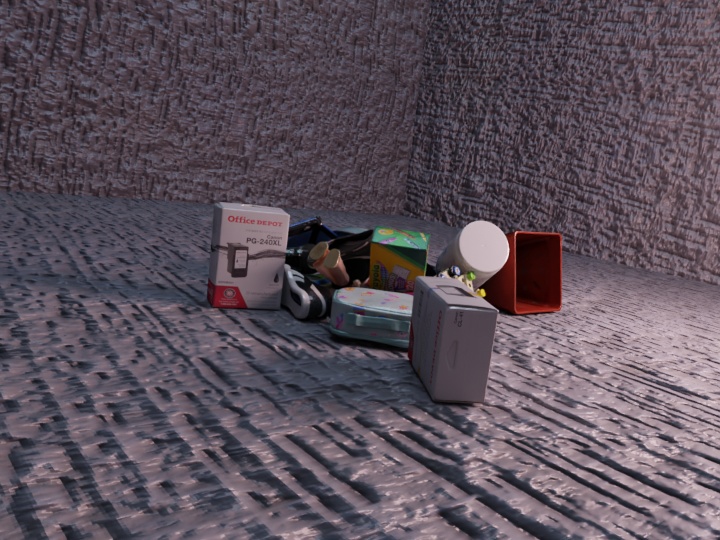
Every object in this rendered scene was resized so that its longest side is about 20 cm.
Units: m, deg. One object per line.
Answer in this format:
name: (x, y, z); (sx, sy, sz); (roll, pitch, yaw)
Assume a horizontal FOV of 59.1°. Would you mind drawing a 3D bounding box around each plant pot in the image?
plant pot: (0.401, 0.004, 1.678); (0.198, 0.204, 0.175); (0, 1, -38)

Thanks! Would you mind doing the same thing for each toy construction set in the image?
toy construction set: (0.210, 0.061, 1.422); (0.091, 0.133, 0.200); (-22, 2, 25)

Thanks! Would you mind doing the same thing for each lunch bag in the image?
lunch bag: (0.034, 0.089, 1.198); (0.196, 0.079, 0.161); (8, 11, 0)

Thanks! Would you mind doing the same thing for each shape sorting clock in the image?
shape sorting clock: (-0.139, 0.032, 1.497); (0.196, 0.040, 0.200); (6, 6, -1)

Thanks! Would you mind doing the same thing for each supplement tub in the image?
supplement tub: (0.269, -0.026, 1.561); (0.130, 0.134, 0.200); (6, -20, -9)

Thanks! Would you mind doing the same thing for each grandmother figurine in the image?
grandmother figurine: (-0.048, 0.017, 1.355); (0.121, 0.061, 0.201); (40, -12, 35)

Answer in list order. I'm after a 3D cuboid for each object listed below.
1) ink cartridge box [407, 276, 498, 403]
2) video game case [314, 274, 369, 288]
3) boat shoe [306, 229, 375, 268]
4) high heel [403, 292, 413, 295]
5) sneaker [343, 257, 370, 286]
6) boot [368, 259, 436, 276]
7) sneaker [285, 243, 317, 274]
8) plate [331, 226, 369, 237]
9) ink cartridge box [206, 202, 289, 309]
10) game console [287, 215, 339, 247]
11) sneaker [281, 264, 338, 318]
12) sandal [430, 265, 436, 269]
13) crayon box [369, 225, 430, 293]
ink cartridge box: (0.137, 0.102, 0.996); (0.084, 0.150, 0.200); (4, 11, -10)
video game case: (0.008, 0.037, 1.639); (0.198, 0.024, 0.180); (17, 14, 40)
boat shoe: (-0.040, -0.053, 1.410); (0.197, 0.057, 0.068); (-10, 44, 25)
high heel: (0.062, 0.073, 1.311); (0.197, 0.069, 0.096); (6, -1, 23)
sneaker: (0.000, -0.001, 1.498); (0.107, 0.068, 0.200); (19, -5, -31)
boot: (0.081, -0.002, 1.639); (0.196, 0.075, 0.162); (21, -9, -27)
sneaker: (-0.173, -0.020, 1.509); (0.197, 0.077, 0.079); (1, 17, 23)
plate: (0.024, -0.076, 1.581); (0.197, 0.026, 0.200); (16, -7, 2)
ink cartridge box: (-0.231, -0.030, 1.305); (0.143, 0.204, 0.083); (3, 10, -21)
game console: (-0.124, -0.045, 1.602); (0.168, 0.120, 0.200); (-20, -12, -16)
sneaker: (-0.106, 0.050, 1.343); (0.110, 0.074, 0.200); (7, 21, -27)
sandal: (0.141, 0.025, 1.719); (0.198, 0.076, 0.048); (6, 32, 40)
crayon box: (0.080, 0.007, 1.355); (0.117, 0.202, 0.059); (9, 43, 8)
